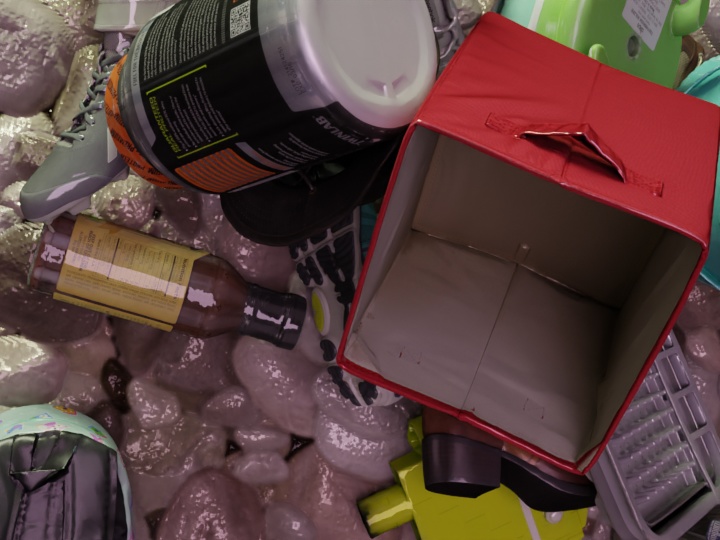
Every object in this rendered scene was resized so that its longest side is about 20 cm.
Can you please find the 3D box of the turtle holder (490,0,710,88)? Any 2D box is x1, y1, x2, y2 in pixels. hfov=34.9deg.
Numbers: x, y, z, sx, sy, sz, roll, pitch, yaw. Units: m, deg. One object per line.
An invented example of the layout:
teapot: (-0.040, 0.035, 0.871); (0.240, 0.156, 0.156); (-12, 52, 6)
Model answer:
turtle holder: (0.156, -0.143, 0.821); (0.140, 0.131, 0.189); (-11, 107, -42)

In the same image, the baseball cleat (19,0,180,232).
baseball cleat: (-0.172, -0.124, 0.786); (0.200, 0.069, 0.107); (-47, 125, -26)

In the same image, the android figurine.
android figurine: (0.102, 0.188, 0.912); (0.197, 0.041, 0.185); (-20, 99, -8)

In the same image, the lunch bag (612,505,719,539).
lunch bag: (0.282, 0.282, 0.894); (0.137, 0.168, 0.204); (3, 95, -13)

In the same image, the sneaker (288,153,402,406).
sneaker: (0.000, 0.000, 0.863); (0.079, 0.077, 0.204); (-14, 93, -44)

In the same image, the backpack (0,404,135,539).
backpack: (-0.231, 0.198, 0.796); (0.164, 0.126, 0.204); (5, 94, -24)

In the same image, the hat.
hat: (-0.006, -0.093, 0.778); (0.080, 0.200, 0.203); (28, 90, -39)

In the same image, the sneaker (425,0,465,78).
sneaker: (0.043, -0.169, 0.838); (0.074, 0.087, 0.202); (-30, 102, -9)

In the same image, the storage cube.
storage cube: (0.107, -0.024, 0.698); (0.169, 0.180, 0.202); (23, 125, 6)

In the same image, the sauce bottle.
sauce bottle: (-0.137, 0.012, 0.829); (0.197, 0.065, 0.066); (19, 92, -15)

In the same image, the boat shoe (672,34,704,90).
boat shoe: (0.219, -0.095, 0.892); (0.074, 0.075, 0.205); (19, 91, -19)

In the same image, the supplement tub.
supplement tub: (-0.061, -0.117, 0.693); (0.121, 0.198, 0.125); (13, 71, -45)

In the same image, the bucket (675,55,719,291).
bucket: (0.317, -0.066, 0.853); (0.205, 0.134, 0.211); (-12, 110, -34)

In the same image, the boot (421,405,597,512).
boot: (0.128, 0.077, 0.882); (0.185, 0.069, 0.203); (10, 66, -17)

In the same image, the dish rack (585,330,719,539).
dish rack: (0.204, 0.110, 0.859); (0.043, 0.199, 0.174); (-26, 81, 32)
